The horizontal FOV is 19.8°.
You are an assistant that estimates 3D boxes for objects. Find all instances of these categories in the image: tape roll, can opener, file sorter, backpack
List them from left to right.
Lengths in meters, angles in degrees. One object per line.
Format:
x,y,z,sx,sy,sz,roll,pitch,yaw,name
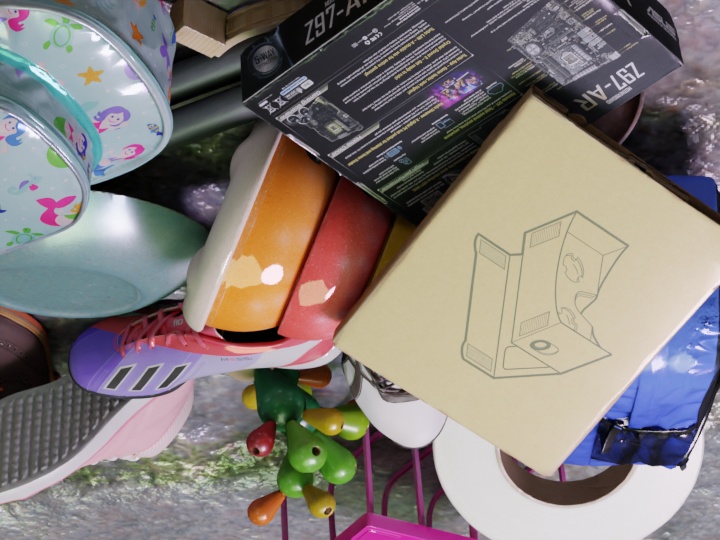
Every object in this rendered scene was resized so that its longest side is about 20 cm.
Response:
-0.207,-0.105,1.167,0.200,0.151,0.178,-19,138,17,backpack
-0.125,-0.096,1.272,0.200,0.053,0.066,-19,173,26,can opener
0.051,0.199,1.627,0.200,0.126,0.139,18,140,-27,file sorter
0.152,0.120,1.516,0.203,0.037,0.203,1,117,3,tape roll
0.161,0.033,1.335,0.168,0.163,0.200,0,157,-4,backpack

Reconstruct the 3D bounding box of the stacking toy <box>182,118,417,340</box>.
0.000,0.000,1.284,0.200,0.146,0.146,22,142,-4,stacking toy

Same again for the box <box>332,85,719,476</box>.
0.106,0.011,1.213,0.163,0.021,0.200,33,115,-13,box

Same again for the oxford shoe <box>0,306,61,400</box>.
-0.257,0.087,1.498,0.071,0.073,0.200,-9,144,12,oxford shoe

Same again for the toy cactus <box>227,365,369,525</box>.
-0.065,0.089,1.469,0.102,0.200,0.165,-34,100,13,toy cactus

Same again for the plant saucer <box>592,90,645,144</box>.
0.072,-0.113,1.259,0.200,0.035,0.200,0,145,0,plant saucer

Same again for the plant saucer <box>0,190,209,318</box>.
-0.195,-0.003,1.355,0.201,0.039,0.201,1,161,0,plant saucer

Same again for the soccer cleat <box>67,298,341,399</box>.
-0.111,0.042,1.384,0.200,0.068,0.073,-8,162,15,soccer cleat

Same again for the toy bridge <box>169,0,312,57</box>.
-0.025,-0.180,1.164,0.067,0.027,0.200,23,138,-32,toy bridge

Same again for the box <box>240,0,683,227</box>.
0.056,-0.120,1.175,0.200,0.044,0.160,-33,133,29,box

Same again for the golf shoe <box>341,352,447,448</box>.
0.024,0.061,1.415,0.078,0.095,0.200,-11,128,2,golf shoe

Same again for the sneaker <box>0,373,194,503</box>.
-0.200,0.119,1.484,0.200,0.075,0.105,-35,153,-19,sneaker
